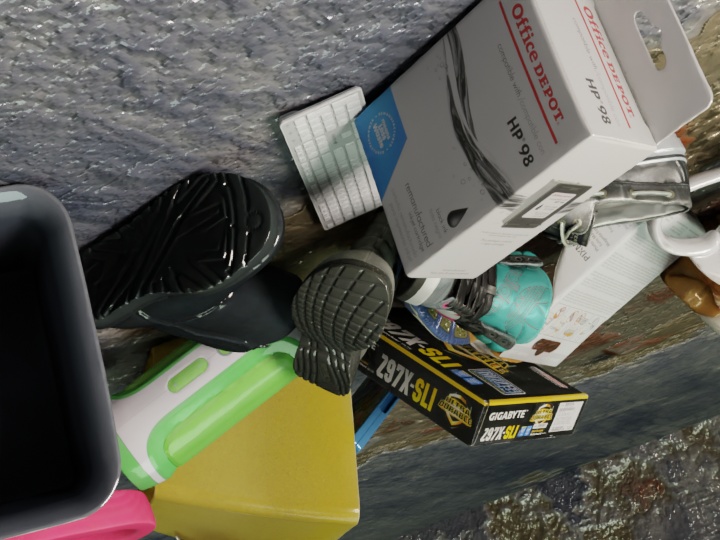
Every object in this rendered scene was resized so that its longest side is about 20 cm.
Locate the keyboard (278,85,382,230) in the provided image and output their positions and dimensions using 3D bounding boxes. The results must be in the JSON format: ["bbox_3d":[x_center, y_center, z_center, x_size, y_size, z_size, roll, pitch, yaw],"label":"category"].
[{"bbox_3d":[-0.014,-0.072,0.841,0.056,0.011,0.200,-18,162,1],"label":"keyboard"}]

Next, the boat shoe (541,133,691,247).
[{"bbox_3d":[0.170,-0.055,0.964,0.197,0.072,0.072,-15,163,0],"label":"boat shoe"}]

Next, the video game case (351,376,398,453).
[{"bbox_3d":[0.008,0.144,1.294,0.143,0.018,0.200,-41,-174,48],"label":"video game case"}]

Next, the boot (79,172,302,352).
[{"bbox_3d":[-0.090,0.001,0.869,0.199,0.077,0.167,-23,159,33],"label":"boot"}]

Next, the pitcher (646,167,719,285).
[{"bbox_3d":[0.352,-0.065,1.017,0.170,0.122,0.200,29,115,-27],"label":"pitcher"}]

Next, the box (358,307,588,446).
[{"bbox_3d":[0.091,0.096,1.155,0.158,0.199,0.050,1,113,-45],"label":"box"}]

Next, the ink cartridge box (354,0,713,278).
[{"bbox_3d":[0.093,-0.093,0.713,0.066,0.117,0.200,2,150,-42],"label":"ink cartridge box"}]

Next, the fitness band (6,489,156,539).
[{"bbox_3d":[-0.252,0.218,0.957,0.143,0.038,0.199,-39,158,30],"label":"fitness band"}]

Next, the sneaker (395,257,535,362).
[{"bbox_3d":[0.081,0.031,1.122,0.088,0.076,0.199,20,170,45],"label":"sneaker"}]

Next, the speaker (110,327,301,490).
[{"bbox_3d":[-0.121,0.091,1.006,0.199,0.089,0.089,-37,163,-7],"label":"speaker"}]

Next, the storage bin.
[{"bbox_3d":[-0.239,0.069,0.763,0.144,0.203,0.134,-12,170,-17],"label":"storage bin"}]

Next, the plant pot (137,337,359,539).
[{"bbox_3d":[-0.116,0.157,1.136,0.174,0.203,0.200,2,156,-17],"label":"plant pot"}]

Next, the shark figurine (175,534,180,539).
[{"bbox_3d":[-0.100,0.303,1.117,0.089,0.215,0.129,-27,121,-10],"label":"shark figurine"}]

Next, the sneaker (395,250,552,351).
[{"bbox_3d":[0.090,0.013,0.933,0.119,0.085,0.200,21,-179,1],"label":"sneaker"}]

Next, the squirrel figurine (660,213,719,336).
[{"bbox_3d":[0.398,-0.025,1.204,0.187,0.141,0.200,-48,-165,10],"label":"squirrel figurine"}]

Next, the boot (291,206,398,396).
[{"bbox_3d":[0.000,0.000,0.916,0.067,0.132,0.201,24,152,2],"label":"boot"}]

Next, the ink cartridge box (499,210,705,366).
[{"bbox_3d":[0.217,0.003,1.130,0.200,0.057,0.162,-40,156,18],"label":"ink cartridge box"}]
